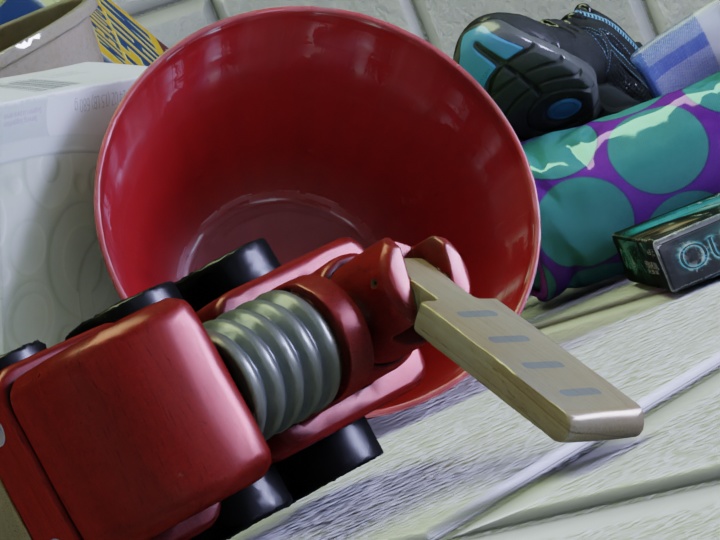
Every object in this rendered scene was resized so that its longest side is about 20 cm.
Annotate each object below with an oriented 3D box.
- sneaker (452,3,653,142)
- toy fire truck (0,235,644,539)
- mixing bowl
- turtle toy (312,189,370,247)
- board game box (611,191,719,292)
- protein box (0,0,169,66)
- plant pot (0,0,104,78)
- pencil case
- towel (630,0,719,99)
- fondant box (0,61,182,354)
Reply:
[{"bbox_3d":[0.107,-0.107,1.415,0.073,0.082,0.200,-26,-27,26],"label":"sneaker"},{"bbox_3d":[-0.021,0.044,0.882,0.176,0.129,0.200,-25,-5,-41],"label":"toy fire truck"},{"bbox_3d":[-0.027,-0.008,1.181,0.200,0.200,0.108,-23,-17,-20],"label":"mixing bowl"},{"bbox_3d":[-0.007,-0.010,1.308,0.200,0.101,0.146,-34,10,0],"label":"turtle toy"},{"bbox_3d":[0.225,-0.041,1.234,0.200,0.028,0.135,-22,2,-2],"label":"board game box"},{"bbox_3d":[-0.211,-0.070,1.521,0.200,0.198,0.135,-44,34,10],"label":"protein box"},{"bbox_3d":[-0.187,-0.016,1.326,0.200,0.184,0.200,-25,12,5],"label":"plant pot"},{"bbox_3d":[0.164,-0.060,1.349,0.200,0.093,0.085,-23,-23,-3],"label":"pencil case"},{"bbox_3d":[0.256,-0.122,1.406,0.200,0.147,0.024,-30,47,5],"label":"towel"},{"bbox_3d":[-0.143,0.011,1.194,0.058,0.201,0.144,7,14,29],"label":"fondant box"}]
